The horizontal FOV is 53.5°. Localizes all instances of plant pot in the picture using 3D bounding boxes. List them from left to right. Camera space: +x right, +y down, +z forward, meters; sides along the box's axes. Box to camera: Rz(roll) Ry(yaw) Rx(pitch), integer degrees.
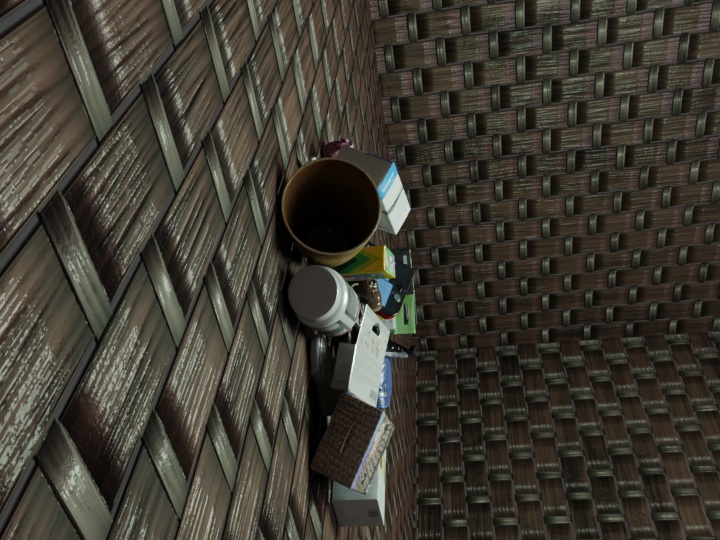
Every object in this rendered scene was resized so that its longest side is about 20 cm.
[{"bbox_3d":[-0.062,-0.086,1.379,0.201,0.180,0.192,108,-19,-71],"label":"plant pot"}]

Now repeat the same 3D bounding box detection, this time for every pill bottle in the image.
[{"bbox_3d":[-0.070,0.057,1.366,0.200,0.110,0.118,54,32,-75],"label":"pill bottle"}]

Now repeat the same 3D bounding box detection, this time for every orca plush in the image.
[{"bbox_3d":[0.040,0.172,1.750,0.105,0.194,0.074,20,74,-73],"label":"orca plush"}]

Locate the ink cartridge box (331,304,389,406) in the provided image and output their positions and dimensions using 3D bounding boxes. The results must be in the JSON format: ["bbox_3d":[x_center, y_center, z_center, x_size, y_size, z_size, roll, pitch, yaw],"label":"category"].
[{"bbox_3d":[0.004,0.185,1.524,0.200,0.043,0.181,51,47,-63],"label":"ink cartridge box"}]

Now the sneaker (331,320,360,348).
[{"bbox_3d":[-0.044,0.123,1.719,0.100,0.070,0.201,-57,-146,17],"label":"sneaker"}]

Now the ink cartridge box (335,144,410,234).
[{"bbox_3d":[0.024,-0.187,1.691,0.086,0.143,0.201,-59,152,-19],"label":"ink cartridge box"}]

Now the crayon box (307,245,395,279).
[{"bbox_3d":[-0.015,-0.013,1.588,0.200,0.167,0.060,29,57,-80],"label":"crayon box"}]

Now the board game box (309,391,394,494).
[{"bbox_3d":[-0.011,0.362,1.476,0.163,0.095,0.201,-65,163,-14],"label":"board game box"}]

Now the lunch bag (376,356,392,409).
[{"bbox_3d":[0.008,0.280,1.717,0.200,0.131,0.137,28,58,-81],"label":"lunch bag"}]

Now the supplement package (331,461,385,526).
[{"bbox_3d":[-0.001,0.469,1.653,0.203,0.106,0.116,-86,168,-46],"label":"supplement package"}]

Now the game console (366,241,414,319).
[{"bbox_3d":[0.030,0.012,1.785,0.031,0.197,0.179,-50,-169,53],"label":"game console"}]

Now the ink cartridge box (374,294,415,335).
[{"bbox_3d":[0.042,0.108,1.821,0.060,0.193,0.107,79,9,-71],"label":"ink cartridge box"}]

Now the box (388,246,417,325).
[{"bbox_3d":[0.046,0.050,1.885,0.050,0.192,0.207,-77,161,-80],"label":"box"}]

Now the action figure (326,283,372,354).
[{"bbox_3d":[-0.036,0.096,1.590,0.103,0.115,0.205,88,8,-57],"label":"action figure"}]

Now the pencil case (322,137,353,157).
[{"bbox_3d":[-0.045,-0.226,1.806,0.087,0.080,0.205,-96,178,-64],"label":"pencil case"}]

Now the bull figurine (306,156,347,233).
[{"bbox_3d":[-0.061,-0.143,1.514,0.065,0.119,0.206,-32,121,-51],"label":"bull figurine"}]

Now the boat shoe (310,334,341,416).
[{"bbox_3d":[-0.064,0.218,1.500,0.073,0.060,0.205,-82,165,-57],"label":"boat shoe"}]

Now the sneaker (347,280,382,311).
[{"bbox_3d":[0.000,0.000,1.713,0.203,0.069,0.076,61,-36,18],"label":"sneaker"}]
